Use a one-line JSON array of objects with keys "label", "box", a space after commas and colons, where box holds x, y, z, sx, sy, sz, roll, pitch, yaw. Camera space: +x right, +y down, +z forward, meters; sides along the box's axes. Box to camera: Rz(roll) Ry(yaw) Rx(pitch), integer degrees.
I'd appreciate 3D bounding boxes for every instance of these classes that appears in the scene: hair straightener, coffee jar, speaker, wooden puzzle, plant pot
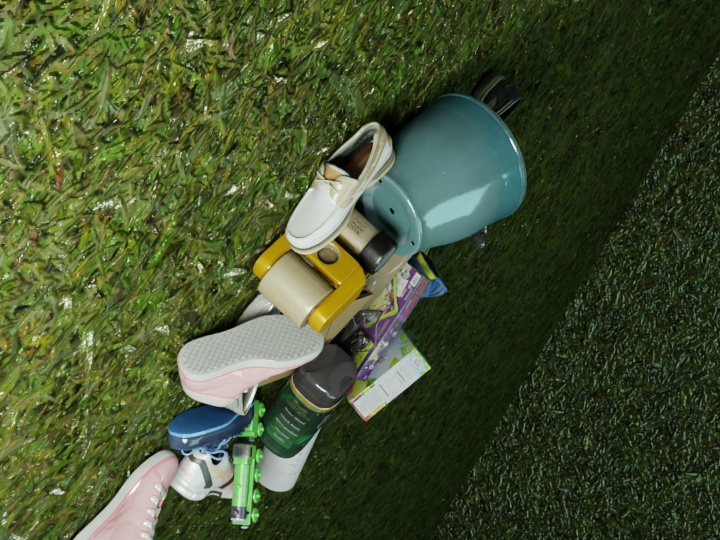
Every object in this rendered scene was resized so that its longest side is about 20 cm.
[{"label": "hair straightener", "box": [-0.023, 0.121, 1.714, 0.200, 0.077, 0.041, -38, 174, 38]}, {"label": "coffee jar", "box": [-0.083, 0.203, 1.690, 0.104, 0.085, 0.200, -43, 171, -46]}, {"label": "speaker", "box": [-0.119, 0.289, 1.874, 0.081, 0.081, 0.201, -28, 148, -51]}, {"label": "wooden puzzle", "box": [0.000, 0.000, 1.678, 0.186, 0.046, 0.200, -50, 160, 13]}, {"label": "plant pot", "box": [0.100, -0.120, 1.537, 0.187, 0.200, 0.201, -34, 154, -28]}]

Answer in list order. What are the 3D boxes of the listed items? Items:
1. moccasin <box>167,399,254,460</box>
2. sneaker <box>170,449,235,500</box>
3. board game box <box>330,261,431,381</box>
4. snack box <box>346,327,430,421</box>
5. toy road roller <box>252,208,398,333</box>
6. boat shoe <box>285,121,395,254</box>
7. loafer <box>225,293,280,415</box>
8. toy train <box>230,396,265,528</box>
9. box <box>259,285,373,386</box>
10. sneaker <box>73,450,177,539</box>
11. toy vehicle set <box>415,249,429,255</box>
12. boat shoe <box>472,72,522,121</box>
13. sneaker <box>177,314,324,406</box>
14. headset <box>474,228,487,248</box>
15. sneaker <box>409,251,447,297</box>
[{"label": "moccasin", "box": [-0.207, 0.234, 1.557, 0.200, 0.080, 0.069, -12, 115, -62]}, {"label": "sneaker", "box": [-0.219, 0.306, 1.680, 0.080, 0.073, 0.200, -57, 161, 5]}, {"label": "board game box", "box": [0.024, 0.068, 1.780, 0.032, 0.120, 0.201, 25, 102, -46]}, {"label": "snack box", "box": [0.030, 0.160, 1.844, 0.142, 0.053, 0.200, -38, -161, 0]}, {"label": "toy road roller", "box": [-0.052, 0.003, 1.488, 0.200, 0.123, 0.146, -44, 170, -28]}, {"label": "boat shoe", "box": [-0.032, -0.113, 1.414, 0.201, 0.074, 0.069, -53, 154, -18]}, {"label": "loafer", "box": [-0.148, 0.114, 1.520, 0.070, 0.070, 0.201, -24, 145, -55]}, {"label": "toy train", "box": [-0.176, 0.293, 1.665, 0.056, 0.041, 0.202, 42, 49, -70]}, {"label": "box", "box": [-0.087, 0.103, 1.622, 0.163, 0.021, 0.200, -16, 154, -52]}, {"label": "sneaker", "box": [-0.301, 0.351, 1.493, 0.200, 0.104, 0.076, -48, 159, -22]}, {"label": "toy vehicle set", "box": [0.068, -0.003, 1.897, 0.124, 0.026, 0.201, -26, 147, -54]}, {"label": "boat shoe", "box": [0.186, -0.217, 1.734, 0.201, 0.073, 0.074, -58, 160, 14]}, {"label": "sneaker", "box": [-0.151, 0.124, 1.456, 0.198, 0.076, 0.105, -12, 149, -19]}, {"label": "headset", "box": [0.131, -0.078, 1.764, 0.123, 0.095, 0.199, -35, 159, 35]}, {"label": "sneaker", "box": [0.100, 0.019, 1.887, 0.078, 0.066, 0.200, -34, 165, 7]}]
